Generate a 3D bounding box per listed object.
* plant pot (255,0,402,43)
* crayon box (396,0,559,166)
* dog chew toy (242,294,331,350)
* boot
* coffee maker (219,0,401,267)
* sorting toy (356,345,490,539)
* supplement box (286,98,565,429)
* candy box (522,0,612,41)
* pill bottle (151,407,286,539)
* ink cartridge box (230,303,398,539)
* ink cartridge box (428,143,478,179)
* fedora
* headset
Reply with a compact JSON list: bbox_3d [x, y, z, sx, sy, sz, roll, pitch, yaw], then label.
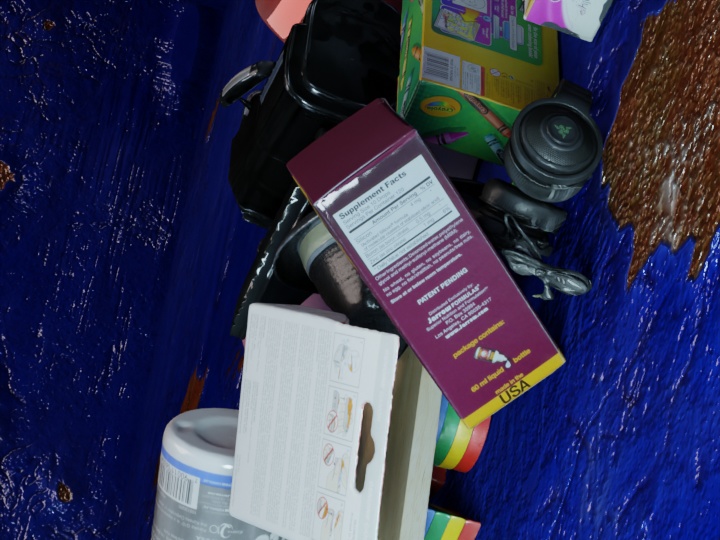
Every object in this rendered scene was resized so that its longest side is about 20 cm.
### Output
[{"bbox_3d":[0.016,-0.306,1.972,0.178,0.199,0.201,-57,18,24],"label":"plant pot"},{"bbox_3d":[0.095,-0.175,1.537,0.201,0.118,0.058,-86,17,-47],"label":"crayon box"},{"bbox_3d":[-0.051,0.028,1.982,0.201,0.124,0.125,-75,8,-48],"label":"dog chew toy"},{"bbox_3d":[0.000,0.000,1.603,0.201,0.167,0.076,-62,7,13],"label":"boot"},{"bbox_3d":[-0.031,-0.120,1.695,0.200,0.134,0.193,128,132,-59],"label":"coffee maker"},{"bbox_3d":[0.038,0.176,1.454,0.199,0.069,0.201,123,161,-55],"label":"sorting toy"},{"bbox_3d":[0.044,-0.006,1.312,0.085,0.201,0.110,-35,21,0],"label":"supplement box"},{"bbox_3d":[0.171,-0.289,1.470,0.201,0.061,0.137,-90,20,-51],"label":"candy box"},{"bbox_3d":[-0.115,0.225,1.566,0.114,0.113,0.202,-109,26,-71],"label":"pill bottle"},{"bbox_3d":[-0.022,0.113,1.360,0.199,0.047,0.161,9,93,57],"label":"ink cartridge box"},{"bbox_3d":[0.048,-0.095,1.740,0.147,0.082,0.201,-150,77,-78],"label":"ink cartridge box"},{"bbox_3d":[0.036,0.007,1.466,0.201,0.199,0.092,123,135,-55],"label":"fedora"},{"bbox_3d":[0.135,-0.053,1.359,0.200,0.093,0.124,-64,-1,-56],"label":"headset"}]
